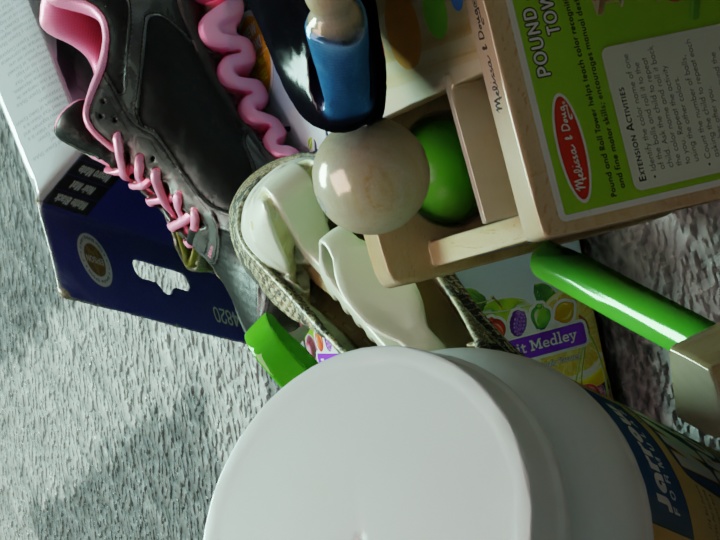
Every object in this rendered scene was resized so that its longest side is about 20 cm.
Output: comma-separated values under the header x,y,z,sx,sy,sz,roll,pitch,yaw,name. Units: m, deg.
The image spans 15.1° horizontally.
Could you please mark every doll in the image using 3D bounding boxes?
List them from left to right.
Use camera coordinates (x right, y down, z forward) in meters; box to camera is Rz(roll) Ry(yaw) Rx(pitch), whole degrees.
x,y,z,sx,sy,sz,roll,pitch,yaw,name
-0.024,-0.106,0.887,0.136,0.048,0.201,-116,2,-79,doll

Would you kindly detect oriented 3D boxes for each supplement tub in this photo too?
x,y,z,sx,sy,sz,roll,pitch,yaw,name
0.054,0.108,0.900,0.144,0.200,0.145,-12,68,31,supplement tub

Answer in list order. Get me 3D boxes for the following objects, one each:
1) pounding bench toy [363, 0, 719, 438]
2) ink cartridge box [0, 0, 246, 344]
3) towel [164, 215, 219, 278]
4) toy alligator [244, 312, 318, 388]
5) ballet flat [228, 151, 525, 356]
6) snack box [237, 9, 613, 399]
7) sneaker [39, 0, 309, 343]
x,y,z,sx,sy,sz,roll,pitch,yaw,name
0.077,-0.038,0.941,0.156,0.124,0.201,-19,85,66,pounding bench toy
-0.105,-0.070,1.279,0.041,0.199,0.201,-29,70,20,ink cartridge box
-0.075,-0.079,1.271,0.023,0.144,0.201,-27,75,20,towel
0.021,0.095,1.080,0.059,0.054,0.200,-46,64,15,toy alligator
0.000,0.000,1.034,0.200,0.068,0.075,47,179,40,ballet flat
0.023,-0.026,1.138,0.169,0.067,0.201,-8,94,66,snack box
-0.081,-0.052,1.160,0.201,0.095,0.079,68,157,18,sneaker
